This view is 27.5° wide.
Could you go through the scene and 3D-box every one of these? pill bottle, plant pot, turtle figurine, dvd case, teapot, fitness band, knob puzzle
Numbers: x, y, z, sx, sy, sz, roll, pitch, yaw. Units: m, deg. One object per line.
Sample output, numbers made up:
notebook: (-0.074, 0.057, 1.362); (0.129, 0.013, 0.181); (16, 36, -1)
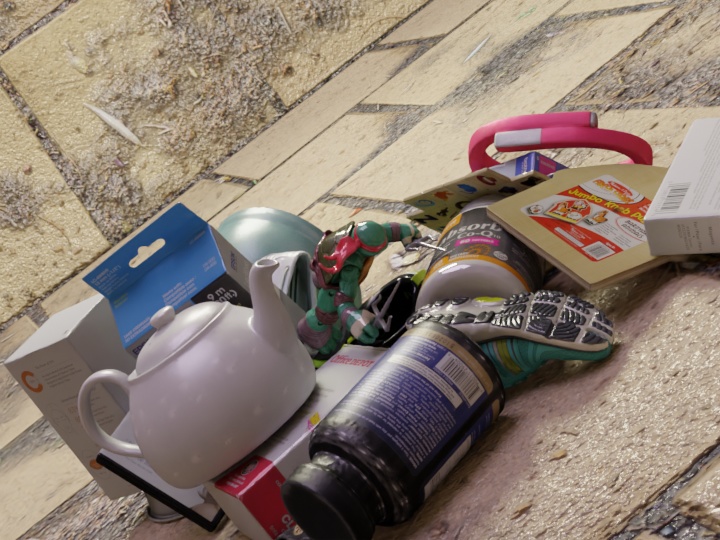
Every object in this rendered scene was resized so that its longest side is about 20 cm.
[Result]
pill bottle: (0.027, 0.145, 1.258); (0.200, 0.112, 0.112); (-44, 17, -30)
plant pot: (-0.115, 0.048, 1.704); (0.199, 0.201, 0.134); (-22, 23, 41)
turtle figurine: (0.000, 0.000, 1.417); (0.150, 0.100, 0.200); (-54, 5, -31)
dvd case: (-0.169, 0.165, 1.558); (0.200, 0.142, 0.018); (-57, -3, -43)
teapot: (-0.151, 0.100, 1.393); (0.200, 0.146, 0.197); (-42, 9, -23)
fitness band: (0.212, -0.122, 1.574); (0.198, 0.144, 0.038); (-1, 69, 21)
pill bottle: (0.124, 0.006, 1.458); (0.116, 0.117, 0.200); (-29, 17, 23)
knob puzzle: (0.249, -0.047, 1.410); (0.218, 0.031, 0.220); (-6, 32, 4)

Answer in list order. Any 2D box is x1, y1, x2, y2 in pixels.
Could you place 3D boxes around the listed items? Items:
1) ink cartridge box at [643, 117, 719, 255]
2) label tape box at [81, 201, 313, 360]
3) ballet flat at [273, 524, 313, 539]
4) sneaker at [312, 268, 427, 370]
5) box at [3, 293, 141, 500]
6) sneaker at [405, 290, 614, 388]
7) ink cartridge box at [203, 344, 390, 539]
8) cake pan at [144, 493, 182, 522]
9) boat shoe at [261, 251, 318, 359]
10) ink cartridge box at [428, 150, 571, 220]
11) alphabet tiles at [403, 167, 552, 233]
ink cartridge box: (0.367, -0.085, 1.345); (0.172, 0.044, 0.200); (-2, 31, 30)
label tape box: (-0.164, 0.045, 1.488); (0.143, 0.200, 0.066); (-36, 32, 18)
ballet flat: (-0.098, 0.272, 1.250); (0.200, 0.057, 0.066); (-41, 17, -17)
sneaker: (0.000, 0.072, 1.510); (0.200, 0.072, 0.083); (-51, -16, 7)
box: (-0.272, 0.137, 1.617); (0.124, 0.201, 0.098); (-21, 21, 41)
sneaker: (0.137, 0.067, 1.327); (0.199, 0.080, 0.078); (-2, 25, 31)
ink cartridge box: (-0.041, 0.166, 1.389); (0.200, 0.086, 0.147); (-39, 13, -16)
cake pan: (-0.169, 0.202, 1.658); (0.199, 0.037, 0.200); (-33, 15, 10)
boat shoe: (-0.077, 0.076, 1.577); (0.073, 0.202, 0.066); (2, -13, -44)
ink cartridge box: (0.179, -0.078, 1.593); (0.199, 0.119, 0.042); (-15, 62, 49)
alphabet tiles: (0.149, -0.065, 1.574); (0.199, 0.166, 0.006); (-18, 59, 49)
